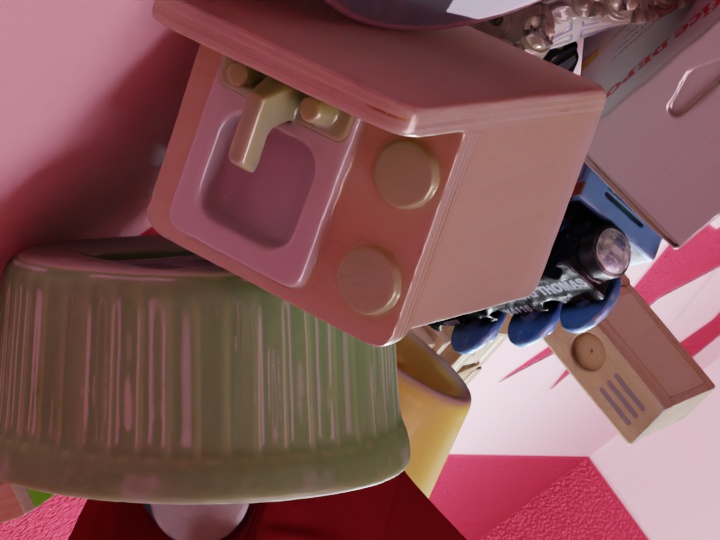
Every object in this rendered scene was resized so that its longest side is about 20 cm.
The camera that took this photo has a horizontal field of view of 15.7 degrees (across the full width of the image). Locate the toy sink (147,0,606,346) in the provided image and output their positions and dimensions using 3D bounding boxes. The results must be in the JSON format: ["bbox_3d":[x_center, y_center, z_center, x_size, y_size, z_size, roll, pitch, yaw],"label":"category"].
[{"bbox_3d":[-0.004,-0.047,1.110,0.200,0.130,0.112,-13,125,-63],"label":"toy sink"}]

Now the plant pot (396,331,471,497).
[{"bbox_3d":[-0.034,0.118,1.618,0.189,0.201,0.201,-53,164,10],"label":"plant pot"}]

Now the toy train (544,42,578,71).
[{"bbox_3d":[0.092,-0.092,1.479,0.034,0.046,0.200,-32,167,-16],"label":"toy train"}]

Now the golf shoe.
[{"bbox_3d":[0.085,-0.139,1.284,0.200,0.079,0.097,-24,-175,-36],"label":"golf shoe"}]

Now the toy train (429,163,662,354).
[{"bbox_3d":[0.101,-0.018,1.590,0.200,0.087,0.115,-14,-138,53],"label":"toy train"}]

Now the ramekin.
[{"bbox_3d":[-0.075,0.040,1.202,0.199,0.098,0.200,0,-174,0],"label":"ramekin"}]

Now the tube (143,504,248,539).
[{"bbox_3d":[-0.099,0.095,1.379,0.077,0.051,0.200,-21,-167,-9],"label":"tube"}]

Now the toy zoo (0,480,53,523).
[{"bbox_3d":[-0.176,0.098,1.361,0.131,0.021,0.200,-20,-172,28],"label":"toy zoo"}]

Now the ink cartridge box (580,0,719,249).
[{"bbox_3d":[0.191,-0.121,1.363,0.145,0.087,0.200,-41,-166,23],"label":"ink cartridge box"}]

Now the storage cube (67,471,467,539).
[{"bbox_3d":[-0.054,0.191,1.407,0.200,0.171,0.180,-29,-158,29],"label":"storage cube"}]

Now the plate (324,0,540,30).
[{"bbox_3d":[0.062,-0.174,1.054,0.199,0.026,0.200,-21,150,-12],"label":"plate"}]

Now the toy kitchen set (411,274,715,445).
[{"bbox_3d":[0.098,0.091,1.859,0.163,0.181,0.200,-17,153,-54],"label":"toy kitchen set"}]
